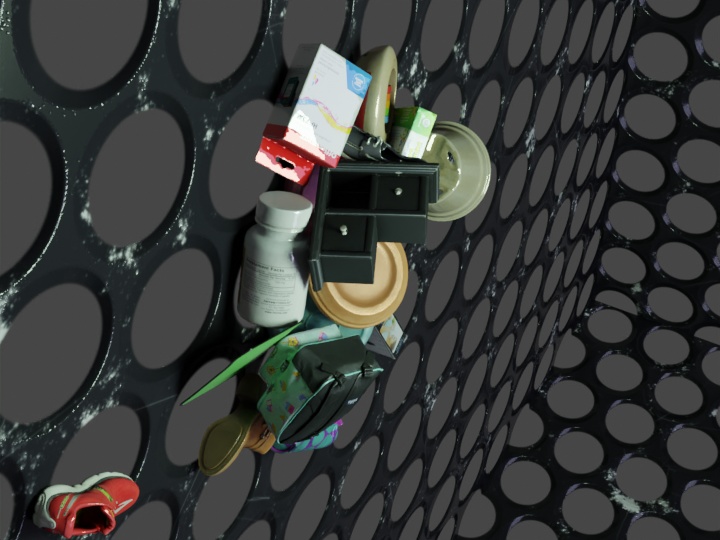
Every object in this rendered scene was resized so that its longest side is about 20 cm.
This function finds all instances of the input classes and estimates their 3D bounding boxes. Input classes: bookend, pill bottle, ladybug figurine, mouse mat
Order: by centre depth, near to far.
[{"bbox_3d":[0.024,-0.070,1.592,0.092,0.196,0.202,83,11,-57],"label":"bookend"},{"bbox_3d":[-0.191,0.149,1.595,0.200,0.008,0.161,-40,173,34],"label":"mouse mat"},{"bbox_3d":[-0.135,-0.019,1.601,0.114,0.113,0.202,-29,135,-56],"label":"pill bottle"},{"bbox_3d":[0.019,-0.296,1.743,0.136,0.071,0.203,-43,140,-74],"label":"ladybug figurine"}]

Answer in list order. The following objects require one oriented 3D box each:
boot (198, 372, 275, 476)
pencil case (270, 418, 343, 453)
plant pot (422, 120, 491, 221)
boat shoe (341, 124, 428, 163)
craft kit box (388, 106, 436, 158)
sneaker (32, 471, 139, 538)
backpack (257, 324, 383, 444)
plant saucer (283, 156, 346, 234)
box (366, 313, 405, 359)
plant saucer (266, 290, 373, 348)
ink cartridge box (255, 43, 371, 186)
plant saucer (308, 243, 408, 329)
[{"bbox_3d":[-0.208,0.295,1.758,0.156,0.076,0.202,71,36,-56],"label":"boot"},{"bbox_3d":[-0.114,0.312,1.941,0.092,0.086,0.200,-29,164,16],"label":"pencil case"},{"bbox_3d":[0.145,-0.195,1.917,0.183,0.198,0.203,-16,124,-76],"label":"plant pot"},{"bbox_3d":[0.028,-0.207,1.654,0.063,0.199,0.073,-44,-161,44],"label":"boat shoe"},{"bbox_3d":[0.053,-0.198,1.805,0.200,0.048,0.200,-155,-98,-70],"label":"craft kit box"},{"bbox_3d":[-0.375,0.344,1.406,0.200,0.084,0.078,0,109,-65],"label":"sneaker"},{"bbox_3d":[-0.087,0.197,1.693,0.175,0.153,0.201,-13,141,-49],"label":"backpack"},{"bbox_3d":[-0.074,-0.148,1.712,0.201,0.050,0.202,-48,149,-41],"label":"plant saucer"},{"bbox_3d":[0.012,0.103,2.018,0.061,0.116,0.200,-63,154,-18],"label":"box"},{"bbox_3d":[-0.068,0.093,1.763,0.027,0.198,0.202,-108,-157,-61],"label":"plant saucer"},{"bbox_3d":[-0.075,-0.241,1.562,0.116,0.067,0.202,24,86,-38],"label":"ink cartridge box"},{"bbox_3d":[0.000,0.000,1.722,0.198,0.037,0.203,2,85,-27],"label":"plant saucer"}]
